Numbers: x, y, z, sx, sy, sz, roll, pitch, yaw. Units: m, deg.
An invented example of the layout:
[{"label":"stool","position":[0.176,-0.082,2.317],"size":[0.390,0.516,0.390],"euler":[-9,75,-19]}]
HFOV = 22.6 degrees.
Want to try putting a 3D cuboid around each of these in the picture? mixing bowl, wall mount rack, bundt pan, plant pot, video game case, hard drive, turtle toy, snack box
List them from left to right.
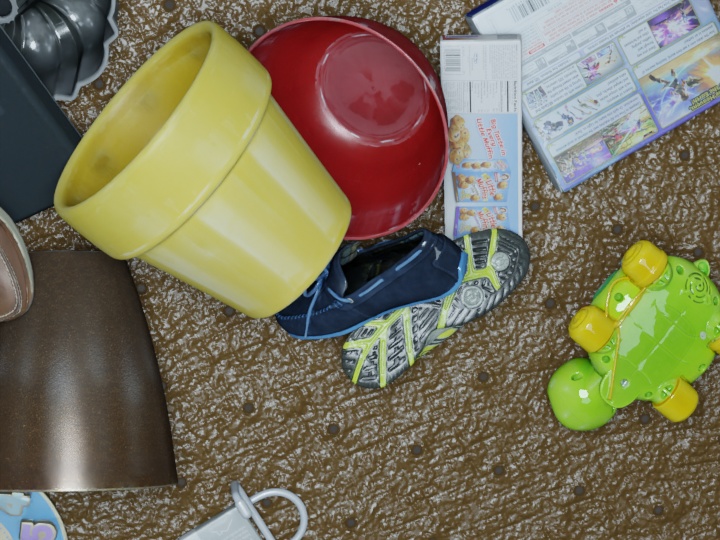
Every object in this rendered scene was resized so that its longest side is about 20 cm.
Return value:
[{"label":"hard drive","position":[-0.327,-0.128,1.515],"size":[0.139,0.033,0.200],"euler":[-22,120,21]},{"label":"bundt pan","position":[-0.291,-0.237,1.499],"size":[0.200,0.076,0.203],"euler":[4,127,5]},{"label":"plant pot","position":[-0.251,0.085,1.556],"size":[0.185,0.187,0.202],"euler":[0,87,-8]},{"label":"plant pot","position":[-0.116,-0.068,1.468],"size":[0.189,0.201,0.201],"euler":[40,93,-22]},{"label":"wall mount rack","position":[-0.120,0.298,1.657],"size":[0.199,0.075,0.174],"euler":[-32,104,-1]},{"label":"mixing bowl","position":[-0.006,-0.139,1.554],"size":[0.199,0.108,0.201],"euler":[9,118,16]},{"label":"snack box","position":[0.109,-0.111,1.608],"size":[0.071,0.024,0.201],"euler":[0,114,5]},{"label":"video game case","position":[0.222,-0.199,1.625],"size":[0.199,0.045,0.182],"euler":[-30,103,-1]},{"label":"turtle toy","position":[0.251,0.066,1.653],"size":[0.146,0.101,0.200],"euler":[39,94,-14]}]

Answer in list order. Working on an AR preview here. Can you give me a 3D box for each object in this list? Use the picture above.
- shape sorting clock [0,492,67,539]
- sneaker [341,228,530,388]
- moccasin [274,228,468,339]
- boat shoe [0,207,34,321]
[{"label":"shape sorting clock","position":[-0.364,0.266,1.633],"size":[0.198,0.039,0.202],"euler":[-2,102,-8]},{"label":"sneaker","position":[0.064,0.027,1.630],"size":[0.199,0.076,0.076],"euler":[-35,93,2]},{"label":"moccasin","position":[0.000,0.000,1.582],"size":[0.199,0.081,0.068],"euler":[-22,133,30]},{"label":"boat shoe","position":[-0.340,-0.042,1.475],"size":[0.075,0.072,0.201],"euler":[-31,95,17]}]
